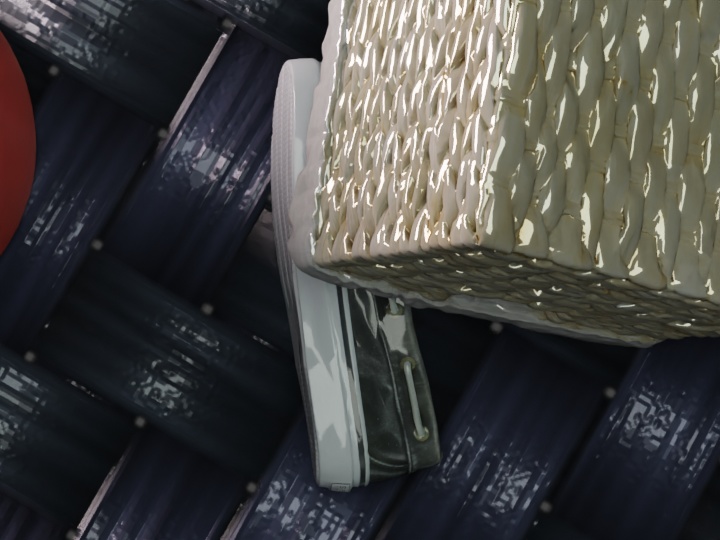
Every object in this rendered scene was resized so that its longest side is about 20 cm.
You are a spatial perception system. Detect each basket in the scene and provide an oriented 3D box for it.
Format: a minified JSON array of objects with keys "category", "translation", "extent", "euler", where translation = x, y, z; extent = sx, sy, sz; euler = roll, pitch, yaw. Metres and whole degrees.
[{"category":"basket","translation":[0.098,-0.076,0.870],"extent":[0.197,0.161,0.202],"euler":[13,84,-26]}]

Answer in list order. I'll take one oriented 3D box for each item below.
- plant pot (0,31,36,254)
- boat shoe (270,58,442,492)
[{"category":"plant pot","translation":[-0.254,-0.073,0.893],"extent":[0.198,0.177,0.203],"euler":[0,83,0]},{"category":"boat shoe","translation":[0.000,0.000,0.946],"extent":[0.070,0.072,0.202],"euler":[-7,94,-9]}]
